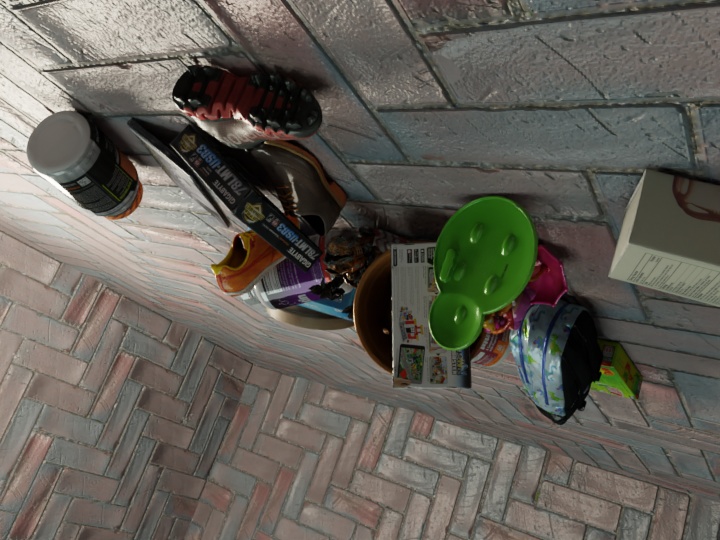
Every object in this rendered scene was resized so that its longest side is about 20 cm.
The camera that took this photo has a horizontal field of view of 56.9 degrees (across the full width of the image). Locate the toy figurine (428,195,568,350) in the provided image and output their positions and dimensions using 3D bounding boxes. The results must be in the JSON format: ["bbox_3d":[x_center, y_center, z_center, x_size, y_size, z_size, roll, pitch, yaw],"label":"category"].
[{"bbox_3d":[0.199,0.025,0.885,0.183,0.202,0.149,19,-176,-45],"label":"toy figurine"}]

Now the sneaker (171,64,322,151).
[{"bbox_3d":[-0.123,-0.183,0.781,0.198,0.072,0.098,16,163,25],"label":"sneaker"}]

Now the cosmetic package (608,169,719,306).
[{"bbox_3d":[0.365,-0.020,0.662,0.198,0.088,0.104,16,164,13],"label":"cosmetic package"}]

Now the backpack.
[{"bbox_3d":[0.326,0.134,1.098,0.153,0.164,0.201,30,162,25],"label":"backpack"}]

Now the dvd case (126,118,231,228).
[{"bbox_3d":[-0.294,-0.154,1.097,0.148,0.016,0.200,39,168,17],"label":"dvd case"}]

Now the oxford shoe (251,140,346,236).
[{"bbox_3d":[-0.090,-0.118,0.942,0.071,0.074,0.200,6,158,40],"label":"oxford shoe"}]

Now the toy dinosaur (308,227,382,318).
[{"bbox_3d":[0.000,0.000,1.053,0.199,0.137,0.102,19,-169,-42],"label":"toy dinosaur"}]

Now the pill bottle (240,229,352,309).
[{"bbox_3d":[-0.114,0.004,1.174,0.198,0.114,0.113,-14,152,16],"label":"pill bottle"}]

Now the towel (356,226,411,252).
[{"bbox_3d":[0.094,-0.016,1.128,0.198,0.030,0.147,20,164,15],"label":"towel"}]

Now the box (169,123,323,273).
[{"bbox_3d":[-0.167,-0.104,0.990,0.200,0.050,0.198,43,-179,35],"label":"box"}]

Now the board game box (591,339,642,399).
[{"bbox_3d":[0.463,0.186,1.271,0.101,0.048,0.200,7,159,38],"label":"board game box"}]

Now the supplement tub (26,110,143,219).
[{"bbox_3d":[-0.467,-0.173,1.151,0.121,0.124,0.200,16,162,17],"label":"supplement tub"}]

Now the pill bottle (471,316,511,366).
[{"bbox_3d":[0.171,0.100,1.202,0.198,0.111,0.109,18,166,-22],"label":"pill bottle"}]

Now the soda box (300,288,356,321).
[{"bbox_3d":[-0.096,0.032,1.260,0.198,0.069,0.064,15,162,20],"label":"soda box"}]

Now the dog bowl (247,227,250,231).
[{"bbox_3d":[-0.128,-0.044,1.270,0.198,0.050,0.112,22,164,-5],"label":"dog bowl"}]

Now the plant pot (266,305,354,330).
[{"bbox_3d":[-0.091,0.046,1.368,0.198,0.094,0.201,8,-166,-2],"label":"plant pot"}]

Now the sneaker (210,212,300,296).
[{"bbox_3d":[-0.166,-0.042,1.100,0.072,0.200,0.078,5,130,33],"label":"sneaker"}]

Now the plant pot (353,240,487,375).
[{"bbox_3d":[0.097,0.067,1.018,0.198,0.202,0.140,18,175,11],"label":"plant pot"}]

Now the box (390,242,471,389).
[{"bbox_3d":[0.098,0.063,0.930,0.109,0.203,0.035,-1,173,9],"label":"box"}]
